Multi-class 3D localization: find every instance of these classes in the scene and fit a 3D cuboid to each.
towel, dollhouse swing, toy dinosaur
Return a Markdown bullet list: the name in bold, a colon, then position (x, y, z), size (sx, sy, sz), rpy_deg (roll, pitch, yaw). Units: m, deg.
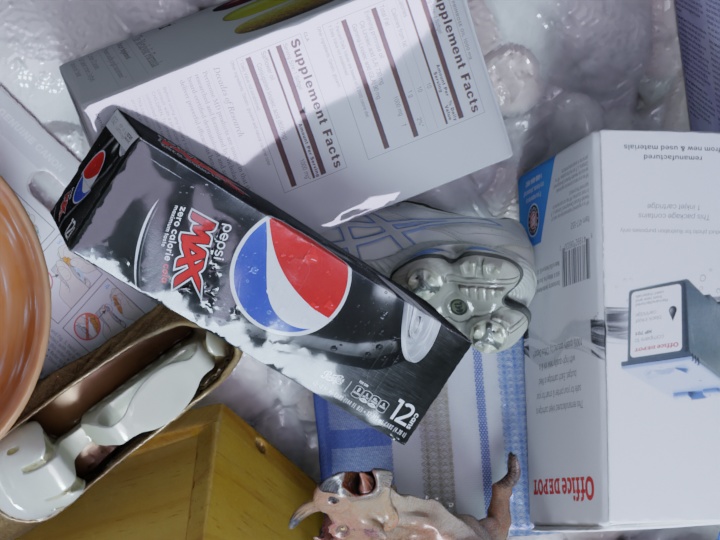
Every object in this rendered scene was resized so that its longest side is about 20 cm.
- **towel**: position (0.071, 0.078, 1.121), size (0.199, 0.024, 0.148), rpy_deg (-4, 81, -10)
- **dollhouse swing**: position (-0.115, 0.205, 1.067), size (0.176, 0.200, 0.182), rpy_deg (-32, 122, 24)
- **toy dinosaur**: position (0.035, 0.181, 1.058), size (0.135, 0.086, 0.201), rpy_deg (-11, 104, -9)

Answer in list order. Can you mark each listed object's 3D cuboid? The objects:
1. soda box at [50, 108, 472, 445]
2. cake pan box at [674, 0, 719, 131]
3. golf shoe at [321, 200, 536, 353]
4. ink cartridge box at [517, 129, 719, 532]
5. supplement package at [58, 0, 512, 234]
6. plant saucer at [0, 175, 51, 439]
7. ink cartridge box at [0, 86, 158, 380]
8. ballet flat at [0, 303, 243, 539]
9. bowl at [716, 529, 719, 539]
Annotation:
- **soda box**: position (-0.047, 0.004, 0.954), size (0.200, 0.071, 0.063), rpy_deg (31, 95, -23)
- **cake pan box**: position (0.222, -0.069, 1.041), size (0.052, 0.200, 0.185), rpy_deg (-14, 107, -4)
- **golf shoe**: position (0.000, 0.000, 1.087), size (0.199, 0.097, 0.079), rpy_deg (5, 121, 12)
- **ink cartridge box**: position (0.142, 0.036, 1.051), size (0.085, 0.146, 0.201), rpy_deg (-1, 83, -11)
- **supplement package**: position (-0.040, -0.084, 1.028), size (0.199, 0.114, 0.110), rpy_deg (-23, 111, -8)
- **plant saucer**: position (-0.259, 0.019, 1.008), size (0.199, 0.037, 0.201), rpy_deg (1, 85, -13)
- **ink cartridge box**: position (-0.212, 0.025, 1.077), size (0.161, 0.050, 0.200), rpy_deg (45, 76, -20)
- **ballet flat**: position (-0.138, 0.081, 1.029), size (0.200, 0.072, 0.068), rpy_deg (-35, 108, -3)
- **bowl**: position (0.256, 0.131, 1.090), size (0.200, 0.039, 0.201), rpy_deg (-34, 138, -37)
